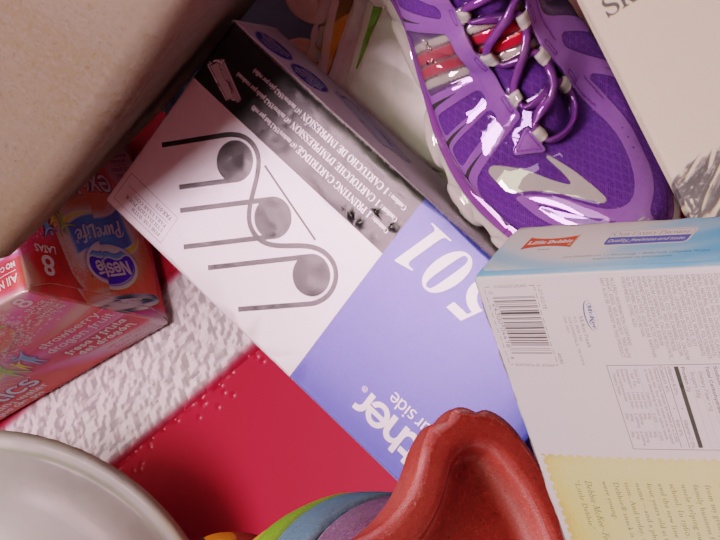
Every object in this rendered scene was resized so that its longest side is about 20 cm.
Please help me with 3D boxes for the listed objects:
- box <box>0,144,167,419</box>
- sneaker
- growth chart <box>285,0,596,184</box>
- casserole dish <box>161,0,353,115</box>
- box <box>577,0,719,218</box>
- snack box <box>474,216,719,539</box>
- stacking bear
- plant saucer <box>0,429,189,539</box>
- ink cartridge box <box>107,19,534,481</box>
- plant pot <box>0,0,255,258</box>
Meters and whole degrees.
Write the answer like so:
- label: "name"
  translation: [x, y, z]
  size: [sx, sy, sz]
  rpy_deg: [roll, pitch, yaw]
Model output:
- label: "box"
  translation: [-0.200, 0.015, 0.992]
  size: [0.200, 0.094, 0.103]
  rpy_deg: [-28, 65, 30]
- label: "sneaker"
  translation: [0.049, -0.087, 0.785]
  size: [0.080, 0.083, 0.200]
  rpy_deg: [-31, 80, -6]
- label: "growth chart"
  translation: [0.038, -0.104, 0.853]
  size: [0.144, 0.018, 0.201]
  rpy_deg: [30, 100, 17]
- label: "casserole dish"
  translation: [-0.062, -0.130, 0.953]
  size: [0.200, 0.039, 0.121]
  rpy_deg: [39, 104, 36]
- label: "box"
  translation: [0.146, -0.047, 0.744]
  size: [0.082, 0.068, 0.201]
  rpy_deg: [-31, 63, 13]
- label: "snack box"
  translation: [0.122, 0.078, 0.690]
  size: [0.116, 0.037, 0.201]
  rpy_deg: [-2, 118, 38]
- label: "stacking bear"
  translation: [-0.013, 0.136, 0.796]
  size: [0.114, 0.121, 0.200]
  rpy_deg: [54, 149, -11]
- label: "plant saucer"
  translation: [-0.157, 0.169, 0.883]
  size: [0.199, 0.050, 0.201]
  rpy_deg: [1, 102, 6]
- label: "ink cartridge box"
  translation: [0.000, 0.000, 0.835]
  size: [0.200, 0.044, 0.094]
  rpy_deg: [42, 107, 17]
- label: "plant pot"
  translation: [-0.143, -0.128, 0.848]
  size: [0.199, 0.200, 0.177]
  rpy_deg: [31, 123, 3]
